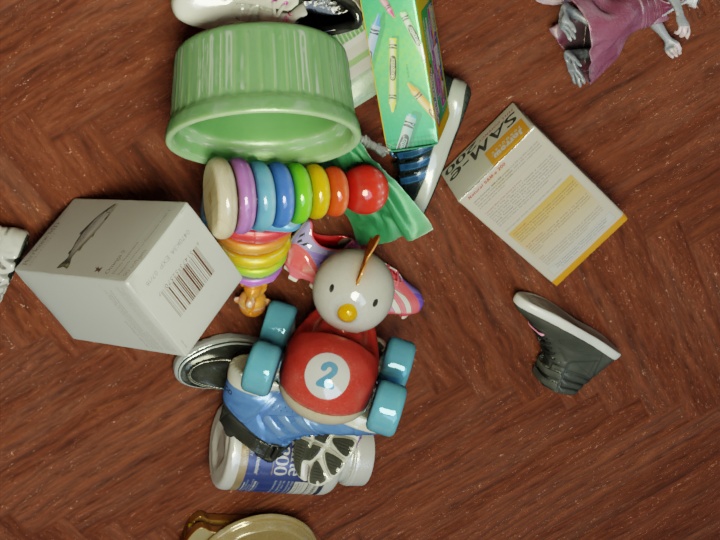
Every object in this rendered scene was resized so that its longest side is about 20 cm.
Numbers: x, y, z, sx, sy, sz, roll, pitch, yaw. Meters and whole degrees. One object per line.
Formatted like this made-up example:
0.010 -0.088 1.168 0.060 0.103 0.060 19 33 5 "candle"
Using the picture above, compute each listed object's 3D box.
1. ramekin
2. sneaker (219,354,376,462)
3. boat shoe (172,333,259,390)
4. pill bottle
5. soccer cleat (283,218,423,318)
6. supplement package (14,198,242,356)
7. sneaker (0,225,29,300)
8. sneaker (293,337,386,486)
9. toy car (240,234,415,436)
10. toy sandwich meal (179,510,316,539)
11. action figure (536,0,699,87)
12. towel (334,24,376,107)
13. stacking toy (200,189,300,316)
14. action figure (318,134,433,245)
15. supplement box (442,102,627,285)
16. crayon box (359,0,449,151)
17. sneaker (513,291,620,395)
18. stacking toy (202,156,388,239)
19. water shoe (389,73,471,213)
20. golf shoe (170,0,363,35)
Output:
-0.100 -0.177 1.251 0.199 0.200 0.098 1 79 -18 "ramekin"
-0.072 0.181 1.466 0.199 0.077 0.112 16 115 -1 "sneaker"
-0.131 0.124 1.523 0.199 0.071 0.072 -2 122 -16 "boat shoe"
-0.087 0.231 1.580 0.199 0.111 0.112 7 119 -21 "pill bottle"
0.000 0.000 1.493 0.199 0.067 0.077 20 109 -24 "soccer cleat"
-0.250 0.004 1.318 0.117 0.199 0.118 -57 131 -29 "supplement package"
-0.442 0.027 1.375 0.081 0.075 0.201 24 110 -14 "sneaker"
-0.010 0.181 1.527 0.201 0.080 0.083 -60 150 -15 "sneaker"
-0.017 0.053 1.388 0.183 0.177 0.201 17 120 0 "toy car"
-0.158 0.398 1.695 0.204 0.070 0.206 -11 124 -16 "toy sandwich meal"
0.308 -0.301 1.396 0.199 0.134 0.149 -34 83 -9 "action figure"
-0.045 -0.258 1.338 0.152 0.023 0.200 -33 125 4 "towel"
-0.123 -0.022 1.427 0.115 0.110 0.201 3 133 -1 "stacking toy"
-0.008 -0.119 1.384 0.118 0.055 0.200 -13 123 40 "action figure"
0.212 -0.091 1.492 0.126 0.074 0.200 -44 123 12 "supplement box"
0.047 -0.239 1.286 0.058 0.119 0.201 -6 110 13 "crayon box"
0.254 0.104 1.629 0.200 0.071 0.099 30 104 -35 "sneaker"
-0.063 -0.083 1.302 0.199 0.085 0.086 -6 123 -19 "stacking toy"
0.064 -0.142 1.431 0.078 0.072 0.201 22 117 3 "water shoe"
-0.092 -0.272 1.244 0.199 0.092 0.073 -4 120 -11 "golf shoe"
